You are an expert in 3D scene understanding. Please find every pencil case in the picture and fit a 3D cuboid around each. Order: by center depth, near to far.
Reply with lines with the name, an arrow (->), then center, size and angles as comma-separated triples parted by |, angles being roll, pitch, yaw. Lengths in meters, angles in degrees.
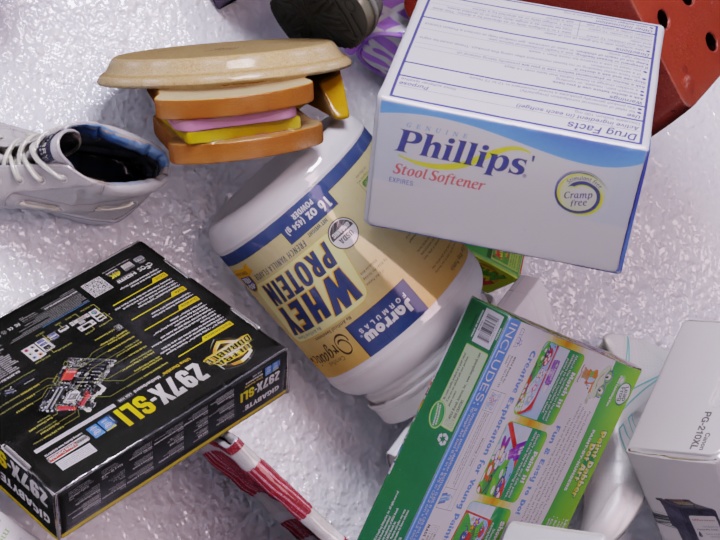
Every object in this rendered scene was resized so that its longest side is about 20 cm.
pencil case -> 0.042, -0.251, 1.500 | 0.085, 0.084, 0.201 | 13, 66, -6

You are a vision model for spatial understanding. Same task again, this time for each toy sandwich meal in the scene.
toy sandwich meal -> -0.093, -0.124, 1.315 | 0.204, 0.205, 0.071 | -11, 103, -34

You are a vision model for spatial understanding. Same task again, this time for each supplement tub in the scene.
supplement tub -> 0.000, 0.000, 1.354 | 0.200, 0.144, 0.144 | 49, 56, -10

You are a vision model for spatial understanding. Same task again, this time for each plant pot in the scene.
plant pot -> 0.190, -0.194, 1.445 | 0.200, 0.176, 0.201 | -44, 112, -40

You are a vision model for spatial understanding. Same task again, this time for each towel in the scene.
towel -> -0.036, 0.182, 1.280 | 0.200, 0.144, 0.023 | 45, 79, -13

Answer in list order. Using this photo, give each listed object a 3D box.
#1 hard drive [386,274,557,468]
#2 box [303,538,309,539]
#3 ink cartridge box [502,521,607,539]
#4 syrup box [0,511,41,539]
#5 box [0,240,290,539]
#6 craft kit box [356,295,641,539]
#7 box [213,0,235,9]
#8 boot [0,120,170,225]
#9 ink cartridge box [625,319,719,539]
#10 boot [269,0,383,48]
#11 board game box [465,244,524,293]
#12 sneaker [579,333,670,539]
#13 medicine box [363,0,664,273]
hard drive -> 0.097, 0.118, 1.413 | 0.200, 0.027, 0.132 | -51, 138, -33
box -> -0.023, 0.259, 1.276 | 0.200, 0.119, 0.041 | 49, 57, -11
ink cartridge box -> 0.155, 0.302, 1.349 | 0.200, 0.083, 0.145 | 56, 50, -41
syrup box -> -0.202, 0.238, 1.193 | 0.200, 0.081, 0.079 | 38, 60, -16
box -> -0.173, 0.073, 1.223 | 0.200, 0.050, 0.159 | -32, 52, -34
craft kit box -> 0.106, 0.135, 1.344 | 0.197, 0.048, 0.201 | 23, 94, -48
box -> -0.075, -0.303, 1.365 | 0.079, 0.200, 0.142 | -34, 94, -35
boot -> -0.232, -0.081, 1.262 | 0.199, 0.095, 0.074 | 7, 72, -31
ink cartridge box -> 0.300, 0.158, 1.478 | 0.145, 0.084, 0.200 | -59, 138, -34
boot -> 0.033, -0.251, 1.375 | 0.200, 0.182, 0.073 | -37, 108, -13
board game box -> 0.098, -0.095, 1.504 | 0.101, 0.048, 0.201 | 26, 63, -23
sneaker -> 0.202, 0.141, 1.495 | 0.080, 0.070, 0.201 | 25, 60, -6
medicine box -> 0.111, -0.105, 1.284 | 0.181, 0.103, 0.200 | 11, 34, 6
